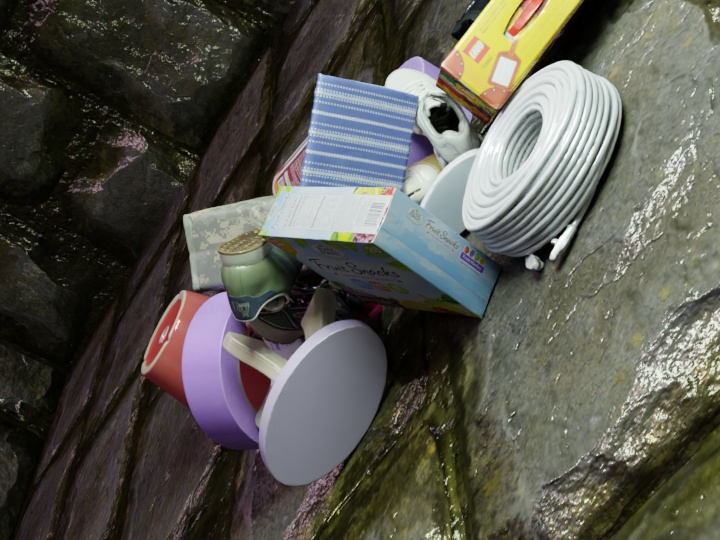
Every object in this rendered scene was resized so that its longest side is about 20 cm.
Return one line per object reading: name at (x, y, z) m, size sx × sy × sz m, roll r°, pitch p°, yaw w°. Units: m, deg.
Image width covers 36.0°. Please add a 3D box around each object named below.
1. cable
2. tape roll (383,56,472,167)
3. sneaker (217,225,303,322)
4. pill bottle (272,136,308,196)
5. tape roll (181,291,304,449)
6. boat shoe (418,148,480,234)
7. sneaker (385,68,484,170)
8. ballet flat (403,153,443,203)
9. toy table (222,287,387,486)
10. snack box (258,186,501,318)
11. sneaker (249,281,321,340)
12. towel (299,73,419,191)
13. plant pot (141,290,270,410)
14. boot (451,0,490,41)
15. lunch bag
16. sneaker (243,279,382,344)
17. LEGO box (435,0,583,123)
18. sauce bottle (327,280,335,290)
cable at (0.173, -0.109, 1.093) m, size 0.200 × 0.069 × 0.200 m, roll -62°, pitch 17°, yaw 3°
tape roll at (0.062, -0.179, 1.491) m, size 0.200 × 0.085 × 0.200 m, roll -52°, pitch 19°, yaw 27°
sneaker at (-0.103, 0.001, 1.259) m, size 0.200 × 0.067 × 0.090 m, roll -33°, pitch -60°, yaw -68°
pill bottle at (-0.050, -0.166, 1.746) m, size 0.200 × 0.109 × 0.110 m, roll -42°, pitch 26°, yaw 48°
tape roll at (-0.130, 0.122, 1.384) m, size 0.065 × 0.200 × 0.201 m, roll -10°, pitch 49°, yaw 34°
boat shoe at (0.092, -0.064, 1.273) m, size 0.066 × 0.070 × 0.200 m, roll -95°, pitch 29°, yaw -58°
sneaker at (0.086, -0.191, 1.320) m, size 0.075 × 0.081 × 0.200 m, roll -37°, pitch 50°, yaw 0°
ballet flat at (0.045, -0.078, 1.338) m, size 0.200 × 0.069 × 0.063 m, roll -39°, pitch -17°, yaw 10°
toy table at (-0.061, 0.127, 1.258) m, size 0.200 × 0.184 × 0.117 m, roll -54°, pitch 34°, yaw 6°
snack box at (0.017, -0.021, 1.155) m, size 0.200 × 0.168 × 0.068 m, roll 5°, pitch 66°, yaw 51°
sneaker at (-0.069, 0.026, 1.517) m, size 0.201 × 0.106 × 0.075 m, roll -66°, pitch 18°, yaw -13°
towel at (-0.008, -0.111, 1.257) m, size 0.024 × 0.144 × 0.201 m, roll 20°, pitch 102°, yaw 51°
plant pot at (-0.222, 0.131, 1.682) m, size 0.201 × 0.177 × 0.201 m, roll -53°, pitch 19°, yaw 28°
boot at (0.191, -0.374, 1.426) m, size 0.169 × 0.076 × 0.200 m, roll -65°, pitch 11°, yaw 3°
lunch bag at (-0.118, -0.034, 1.462) m, size 0.200 × 0.163 × 0.118 m, roll -6°, pitch -92°, yaw -75°
sneaker at (-0.066, 0.042, 1.329) m, size 0.075 × 0.199 × 0.081 m, roll -54°, pitch 40°, yaw 29°
LEGO box at (0.173, -0.265, 1.200) m, size 0.200 × 0.077 × 0.149 m, roll -52°, pitch -1°, yaw 1°
sauce bottle at (0.000, 0.000, 1.433) m, size 0.200 × 0.065 × 0.065 m, roll -56°, pitch 18°, yaw 21°
